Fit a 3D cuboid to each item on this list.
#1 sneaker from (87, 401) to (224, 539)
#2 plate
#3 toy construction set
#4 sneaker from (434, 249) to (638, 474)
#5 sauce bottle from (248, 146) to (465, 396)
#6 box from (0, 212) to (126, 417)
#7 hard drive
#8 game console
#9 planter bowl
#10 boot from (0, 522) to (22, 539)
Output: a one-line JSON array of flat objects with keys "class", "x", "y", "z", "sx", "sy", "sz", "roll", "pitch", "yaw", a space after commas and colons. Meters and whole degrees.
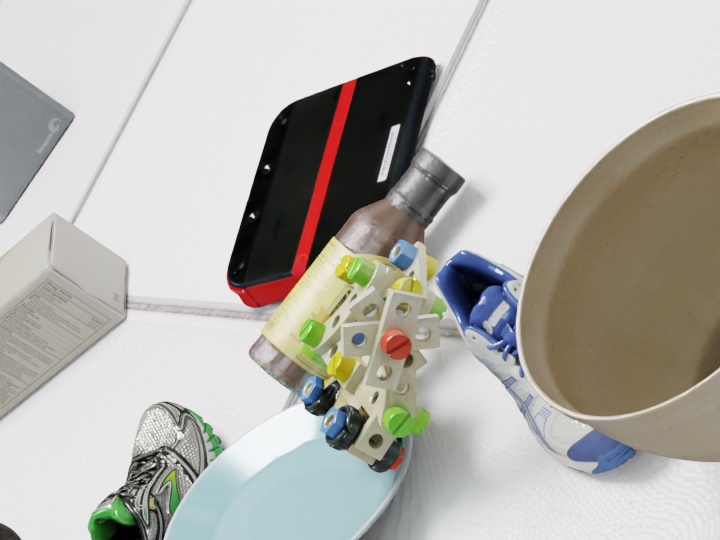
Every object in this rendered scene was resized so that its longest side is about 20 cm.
[{"class": "sneaker", "x": -0.153, "y": 0.173, "z": 1.421, "sx": 0.078, "sy": 0.085, "sz": 0.200, "roll": -34, "pitch": 36, "yaw": 29}, {"class": "plate", "x": -0.047, "y": 0.159, "z": 1.313, "sx": 0.200, "sy": 0.026, "sz": 0.200, "roll": -27, "pitch": 27, "yaw": 15}, {"class": "toy construction set", "x": 0.015, "y": 0.052, "z": 1.265, "sx": 0.131, "sy": 0.092, "sz": 0.200, "roll": -57, "pitch": 7, "yaw": 6}, {"class": "sneaker", "x": 0.104, "y": 0.054, "z": 1.191, "sx": 0.075, "sy": 0.088, "sz": 0.200, "roll": -50, "pitch": 33, "yaw": 3}, {"class": "sauce bottle", "x": 0.000, "y": 0.000, "z": 1.401, "sx": 0.200, "sy": 0.065, "sz": 0.065, "roll": -53, "pitch": 31, "yaw": 5}, {"class": "box", "x": -0.309, "y": 0.048, "z": 1.740, "sx": 0.200, "sy": 0.095, "sz": 0.078, "roll": -36, "pitch": 35, "yaw": 24}, {"class": "hard drive", "x": -0.408, "y": -0.157, "z": 1.963, "sx": 0.140, "sy": 0.200, "sz": 0.033, "roll": -56, "pitch": 35, "yaw": -3}, {"class": "game console", "x": -0.023, "y": -0.070, "z": 1.540, "sx": 0.177, "sy": 0.031, "sz": 0.200, "roll": -15, "pitch": 49, "yaw": 39}, {"class": "planter bowl", "x": 0.202, "y": 0.023, "z": 1.046, "sx": 0.200, "sy": 0.135, "sz": 0.200, "roll": -33, "pitch": 37, "yaw": 29}, {"class": "boot", "x": -0.338, "y": 0.311, "z": 1.552, "sx": 0.150, "sy": 0.073, "sz": 0.200, "roll": -32, "pitch": 43, "yaw": 32}]
